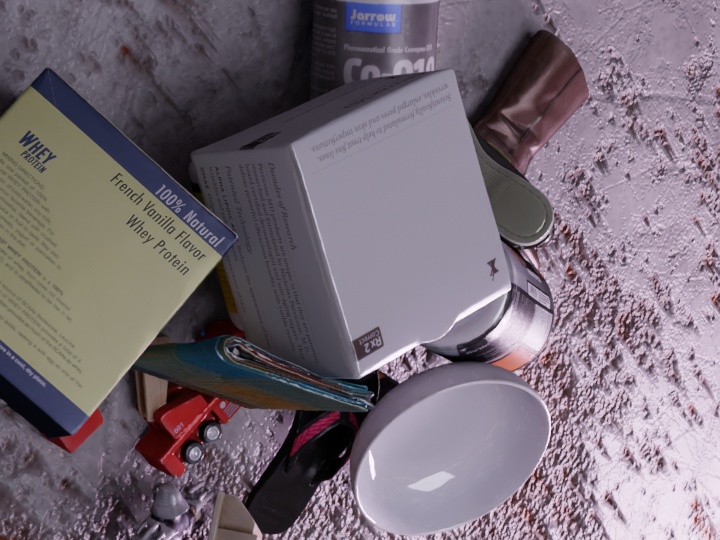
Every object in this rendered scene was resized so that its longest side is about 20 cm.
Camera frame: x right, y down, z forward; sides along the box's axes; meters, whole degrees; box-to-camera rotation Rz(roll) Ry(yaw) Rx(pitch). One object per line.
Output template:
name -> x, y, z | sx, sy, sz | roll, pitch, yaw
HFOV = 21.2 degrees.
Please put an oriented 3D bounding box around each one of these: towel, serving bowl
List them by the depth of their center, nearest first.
towel -> -0.098, 0.084, 1.545 | 0.146, 0.200, 0.022 | 23, 75, -29
serving bowl -> 0.076, 0.156, 1.803 | 0.199, 0.066, 0.201 | -14, 134, -15

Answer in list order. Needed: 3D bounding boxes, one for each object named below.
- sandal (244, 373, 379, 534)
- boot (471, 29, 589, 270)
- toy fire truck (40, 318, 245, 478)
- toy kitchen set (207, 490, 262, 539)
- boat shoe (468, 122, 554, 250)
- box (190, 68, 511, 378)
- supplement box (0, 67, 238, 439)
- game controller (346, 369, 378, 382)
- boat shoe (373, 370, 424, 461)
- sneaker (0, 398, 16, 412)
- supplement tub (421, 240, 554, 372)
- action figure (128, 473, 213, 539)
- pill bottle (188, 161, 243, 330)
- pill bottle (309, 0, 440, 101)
sandal -> -0.038, 0.166, 1.794 | 0.075, 0.045, 0.201 | 25, 99, -29
boot -> 0.177, -0.115, 1.909 | 0.200, 0.064, 0.187 | -54, 132, -20
toy fire truck -> -0.177, 0.103, 1.686 | 0.200, 0.049, 0.141 | -49, 127, -18
toy kitchen set -> -0.053, 0.299, 1.726 | 0.200, 0.179, 0.164 | 77, 21, -71
boat shoe -> 0.100, -0.091, 1.784 | 0.072, 0.201, 0.061 | -47, 163, 1
box -> -0.004, -0.039, 1.571 | 0.198, 0.130, 0.201 | -28, 108, -40
supplement box -> -0.241, -0.009, 1.490 | 0.200, 0.134, 0.200 | 42, 74, -9
game controller -> 0.000, 0.000, 1.732 | 0.042, 0.104, 0.201 | -16, 133, -65
boat shoe -> 0.054, 0.171, 1.891 | 0.075, 0.062, 0.200 | -52, 131, -17
sneaker -> -0.237, 0.035, 1.609 | 0.200, 0.074, 0.079 | -53, 148, -13
supplement tub -> 0.112, 0.032, 1.822 | 0.123, 0.122, 0.200 | -66, 158, -3
action figure -> -0.182, 0.263, 1.698 | 0.130, 0.069, 0.201 | -29, 136, -48
pill bottle -> -0.072, -0.012, 1.672 | 0.111, 0.111, 0.201 | -23, 105, -33
pill bottle -> 0.013, -0.204, 1.703 | 0.113, 0.114, 0.201 | -10, 109, -37
